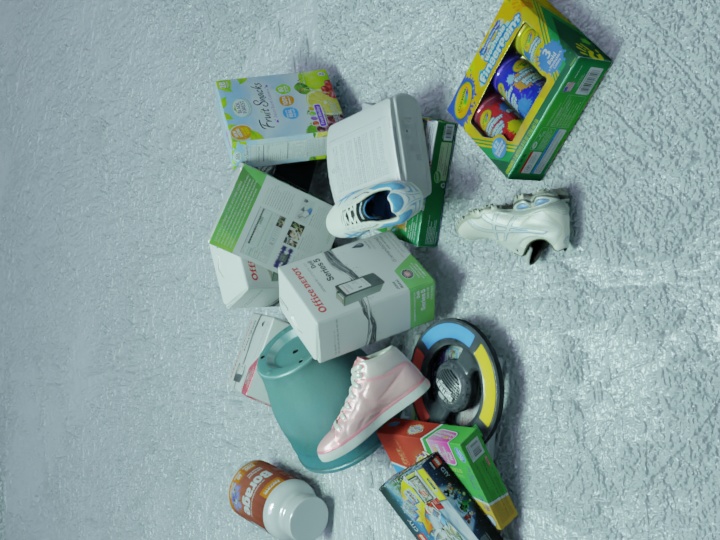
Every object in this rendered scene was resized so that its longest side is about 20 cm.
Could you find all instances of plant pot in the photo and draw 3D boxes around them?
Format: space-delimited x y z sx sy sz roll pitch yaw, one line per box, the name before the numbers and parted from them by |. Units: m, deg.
plant pot | -0.064 0.186 1.704 0.200 0.200 0.188 7 139 52

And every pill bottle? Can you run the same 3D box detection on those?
pill bottle | -0.150 0.425 1.958 0.200 0.112 0.113 12 101 52

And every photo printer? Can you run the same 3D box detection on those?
photo printer | 0.020 -0.171 1.684 0.200 0.069 0.167 -17 80 52

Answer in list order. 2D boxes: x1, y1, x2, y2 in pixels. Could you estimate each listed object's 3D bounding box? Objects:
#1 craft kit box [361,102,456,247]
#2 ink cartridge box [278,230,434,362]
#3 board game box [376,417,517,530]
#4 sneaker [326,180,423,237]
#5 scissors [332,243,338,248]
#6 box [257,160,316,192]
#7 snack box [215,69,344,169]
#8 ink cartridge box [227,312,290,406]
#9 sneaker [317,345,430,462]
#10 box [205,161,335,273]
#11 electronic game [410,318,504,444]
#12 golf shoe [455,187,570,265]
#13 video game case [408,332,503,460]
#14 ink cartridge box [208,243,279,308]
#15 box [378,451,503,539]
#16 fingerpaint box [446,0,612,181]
craft kit box | 0.062 -0.157 1.723 0.197 0.048 0.201 25 110 53
ink cartridge box | -0.007 0.037 1.630 0.146 0.199 0.084 51 152 43
board game box | 0.126 0.300 1.592 0.200 0.040 0.154 -4 116 55
sneaker | 0.008 -0.091 1.598 0.200 0.072 0.072 -15 85 49
scissors | 0.000 0.000 1.833 0.073 0.014 0.200 -57 48 39
box | -0.160 -0.158 1.938 0.200 0.079 0.142 -40 31 46
snack box | -0.136 -0.259 1.820 0.068 0.199 0.169 94 162 -47
ink cartridge box | -0.159 0.156 1.877 0.200 0.084 0.146 177 113 -75
sneaker | -0.003 0.191 1.596 0.105 0.200 0.075 53 178 -6
box | -0.139 -0.074 1.778 0.145 0.199 0.036 -65 21 1
electronic game | 0.140 0.171 1.591 0.200 0.041 0.201 5 96 52
golf shoe | 0.212 -0.052 1.505 0.200 0.078 0.098 -14 85 53
video game case | 0.142 0.212 1.643 0.182 0.022 0.201 15 104 51
ink cartridge box | -0.150 -0.017 1.872 0.084 0.199 0.146 -38 62 46
box | 0.128 0.373 1.572 0.200 0.038 0.137 53 144 3
fingerpaint box | 0.226 -0.254 1.477 0.167 0.073 0.200 56 131 36
